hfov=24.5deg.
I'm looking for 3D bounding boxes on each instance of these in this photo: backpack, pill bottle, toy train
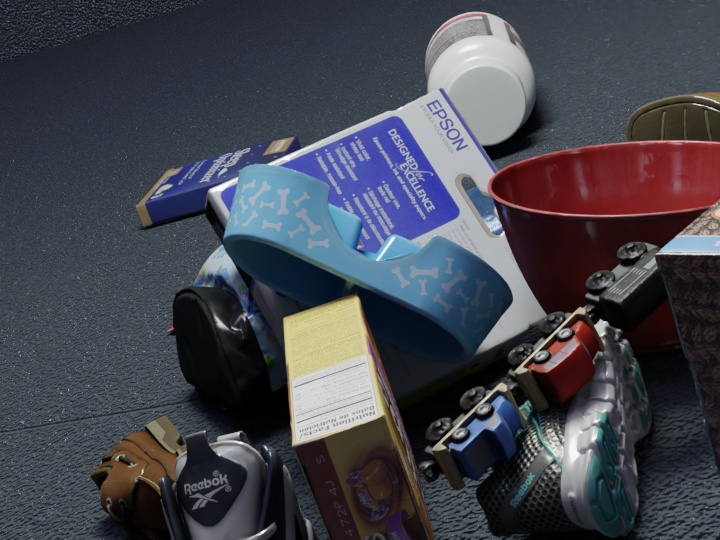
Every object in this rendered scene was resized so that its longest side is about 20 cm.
[{"bbox_3d":[-0.036,0.014,1.260,0.199,0.155,0.163,-11,9,-18],"label":"backpack"},{"bbox_3d":[0.122,-0.193,1.699,0.110,0.111,0.200,-17,18,7],"label":"pill bottle"},{"bbox_3d":[0.110,0.053,0.932,0.200,0.034,0.046,-41,32,-21],"label":"toy train"}]

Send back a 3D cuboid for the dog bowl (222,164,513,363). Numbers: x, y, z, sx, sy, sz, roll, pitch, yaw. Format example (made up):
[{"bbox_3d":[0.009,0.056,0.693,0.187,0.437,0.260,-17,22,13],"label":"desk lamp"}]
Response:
[{"bbox_3d":[0.000,0.000,1.086,0.112,0.199,0.050,106,-171,-71],"label":"dog bowl"}]

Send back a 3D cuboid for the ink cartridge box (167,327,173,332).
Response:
[{"bbox_3d":[-0.069,-0.027,1.469,0.173,0.044,0.200,-19,14,43],"label":"ink cartridge box"}]

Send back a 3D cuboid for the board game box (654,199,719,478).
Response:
[{"bbox_3d":[0.266,0.019,0.878,0.096,0.160,0.200,1,28,46],"label":"board game box"}]

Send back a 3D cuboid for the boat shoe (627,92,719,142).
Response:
[{"bbox_3d":[0.316,-0.112,1.341,0.199,0.073,0.068,4,17,38],"label":"boat shoe"}]

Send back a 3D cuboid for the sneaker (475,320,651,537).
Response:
[{"bbox_3d":[0.116,0.090,0.970,0.091,0.078,0.200,-16,17,22],"label":"sneaker"}]

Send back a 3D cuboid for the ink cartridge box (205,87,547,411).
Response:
[{"bbox_3d":[0.022,-0.008,1.177,0.199,0.198,0.047,-24,-20,-21],"label":"ink cartridge box"}]

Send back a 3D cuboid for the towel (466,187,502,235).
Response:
[{"bbox_3d":[0.094,-0.035,1.380,0.199,0.049,0.112,-17,19,7],"label":"towel"}]

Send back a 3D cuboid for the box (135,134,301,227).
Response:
[{"bbox_3d":[-0.139,-0.104,1.838,0.199,0.033,0.121,-13,19,16],"label":"box"}]

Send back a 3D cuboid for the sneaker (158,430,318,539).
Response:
[{"bbox_3d":[-0.073,0.156,0.875,0.079,0.130,0.199,-13,20,20],"label":"sneaker"}]

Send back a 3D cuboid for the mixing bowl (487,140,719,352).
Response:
[{"bbox_3d":[0.187,-0.012,1.098,0.198,0.109,0.200,-6,16,2],"label":"mixing bowl"}]

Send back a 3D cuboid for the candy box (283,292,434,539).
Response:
[{"bbox_3d":[0.000,0.104,0.974,0.056,0.117,0.200,-18,19,3],"label":"candy box"}]

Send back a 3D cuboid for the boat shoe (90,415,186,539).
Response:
[{"bbox_3d":[-0.127,0.150,1.059,0.068,0.072,0.200,-28,10,-12],"label":"boat shoe"}]
